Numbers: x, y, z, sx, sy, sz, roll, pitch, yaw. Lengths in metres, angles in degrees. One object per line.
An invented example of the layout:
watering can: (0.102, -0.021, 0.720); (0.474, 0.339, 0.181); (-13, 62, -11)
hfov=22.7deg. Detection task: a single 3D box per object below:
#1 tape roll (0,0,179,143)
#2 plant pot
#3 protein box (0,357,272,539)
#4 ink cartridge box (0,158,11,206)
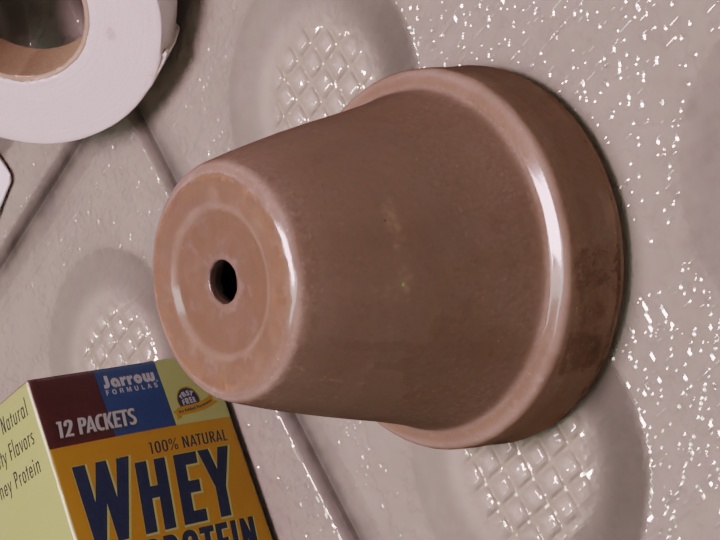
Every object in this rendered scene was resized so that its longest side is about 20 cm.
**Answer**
tape roll: (-0.211, -0.170, 1.100); (0.202, 0.037, 0.203); (7, 128, 9)
plant pot: (0.000, 0.000, 0.878); (0.200, 0.174, 0.201); (9, 102, 46)
protein box: (-0.164, 0.186, 1.112); (0.198, 0.135, 0.200); (-36, 69, 45)
ink cartridge box: (-0.344, -0.091, 1.329); (0.200, 0.067, 0.116); (51, 128, 31)
